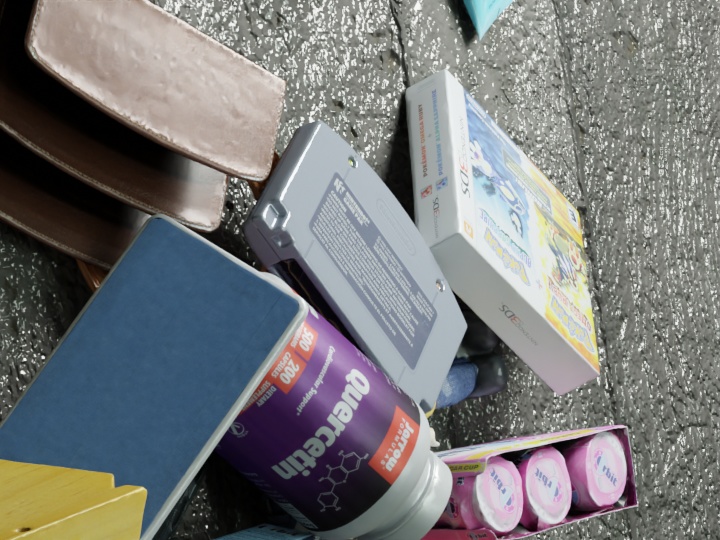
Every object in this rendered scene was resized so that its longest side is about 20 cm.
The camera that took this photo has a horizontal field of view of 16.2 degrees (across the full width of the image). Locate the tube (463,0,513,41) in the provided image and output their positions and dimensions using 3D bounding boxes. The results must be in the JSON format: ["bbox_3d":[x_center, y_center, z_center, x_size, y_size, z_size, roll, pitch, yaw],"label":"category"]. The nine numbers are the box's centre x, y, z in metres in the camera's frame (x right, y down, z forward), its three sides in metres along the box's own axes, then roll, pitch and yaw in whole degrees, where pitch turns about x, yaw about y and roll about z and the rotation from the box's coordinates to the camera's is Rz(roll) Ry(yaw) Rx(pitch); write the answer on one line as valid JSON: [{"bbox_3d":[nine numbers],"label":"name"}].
[{"bbox_3d":[0.077,-0.289,2.016,0.077,0.050,0.201,-47,123,-40],"label":"tube"}]

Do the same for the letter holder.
[{"bbox_3d":[-0.161,-0.089,1.611,0.199,0.100,0.143,28,59,-35],"label":"letter holder"}]

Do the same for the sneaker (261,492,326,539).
[{"bbox_3d":[-0.062,0.120,1.753,0.082,0.070,0.202,6,73,-34],"label":"sneaker"}]

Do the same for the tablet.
[{"bbox_3d":[-0.136,0.072,1.573,0.201,0.130,0.014,-55,157,-12],"label":"tablet"}]

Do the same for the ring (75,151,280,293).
[{"bbox_3d":[-0.119,-0.031,1.714,0.199,0.019,0.202,16,64,-36],"label":"ring"}]

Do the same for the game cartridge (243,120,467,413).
[{"bbox_3d":[0.000,0.000,1.779,0.200,0.041,0.133,54,41,-23],"label":"game cartridge"}]

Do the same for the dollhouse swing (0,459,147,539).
[{"bbox_3d":[-0.234,0.215,1.413,0.181,0.199,0.177,-17,105,-51],"label":"dollhouse swing"}]

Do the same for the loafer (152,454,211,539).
[{"bbox_3d":[-0.144,0.177,1.628,0.070,0.068,0.202,41,49,-27],"label":"loafer"}]

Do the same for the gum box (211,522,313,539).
[{"bbox_3d":[-0.105,0.263,1.620,0.200,0.044,0.171,-9,107,-59],"label":"gum box"}]

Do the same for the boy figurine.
[{"bbox_3d":[0.028,0.074,1.866,0.199,0.064,0.125,-14,95,-54],"label":"boy figurine"}]

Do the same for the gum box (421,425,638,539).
[{"bbox_3d":[0.105,0.164,1.900,0.199,0.113,0.067,-6,87,-51],"label":"gum box"}]

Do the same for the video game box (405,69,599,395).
[{"bbox_3d":[0.109,-0.030,1.953,0.200,0.047,0.183,43,32,-37],"label":"video game box"}]

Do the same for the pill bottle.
[{"bbox_3d":[-0.031,0.100,1.661,0.200,0.112,0.113,42,52,-26],"label":"pill bottle"}]
